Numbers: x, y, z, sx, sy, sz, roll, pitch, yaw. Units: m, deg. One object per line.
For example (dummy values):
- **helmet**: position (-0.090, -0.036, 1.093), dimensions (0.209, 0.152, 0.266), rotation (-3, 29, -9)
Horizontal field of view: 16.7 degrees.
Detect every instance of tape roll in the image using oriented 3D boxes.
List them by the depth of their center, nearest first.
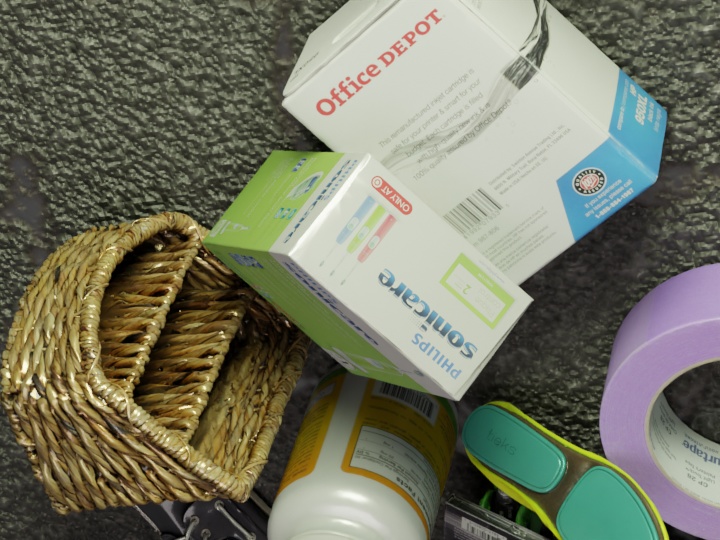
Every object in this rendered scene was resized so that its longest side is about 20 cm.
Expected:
- **tape roll**: position (0.264, 0.092, 1.663), dimensions (0.199, 0.066, 0.201), rotation (7, 129, 9)

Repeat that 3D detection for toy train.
- **toy train**: position (0.115, 0.226, 1.808), dimensions (0.042, 0.056, 0.201), rotation (15, 131, 23)

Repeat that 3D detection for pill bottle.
- **pill bottle**: position (-0.002, 0.161, 1.698), dimensions (0.110, 0.200, 0.112), rotation (7, 128, 10)

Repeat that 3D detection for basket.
- **basket**: position (-0.136, 0.050, 1.651), dimensions (0.148, 0.200, 0.143), rotation (-7, 123, 22)

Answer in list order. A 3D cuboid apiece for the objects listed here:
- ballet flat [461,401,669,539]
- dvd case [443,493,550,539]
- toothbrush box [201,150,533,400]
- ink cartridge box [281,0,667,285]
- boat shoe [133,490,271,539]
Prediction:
- **ballet flat**: position (0.151, 0.156, 1.691), dimensions (0.067, 0.200, 0.067), rotation (-53, 142, 2)
- **dvd case**: position (0.123, 0.265, 1.775), dimensions (0.148, 0.016, 0.201), rotation (24, 134, 25)
- **toothbrush box**: position (0.000, 0.000, 1.580), dimensions (0.146, 0.200, 0.086), rotation (41, 81, -16)
- **ink cartridge box**: position (0.073, -0.103, 1.553), dimensions (0.200, 0.084, 0.144), rotation (41, 125, -17)
- **boat shoe**: position (-0.110, 0.196, 1.841), dimensions (0.200, 0.063, 0.073), rotation (36, 127, -13)
